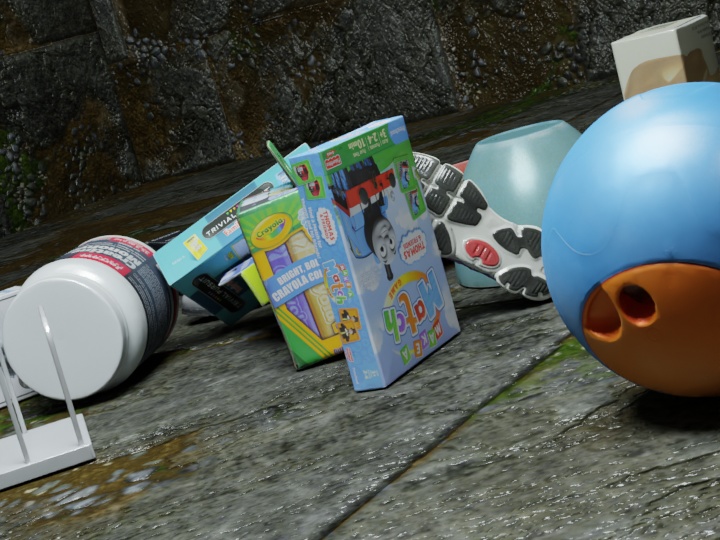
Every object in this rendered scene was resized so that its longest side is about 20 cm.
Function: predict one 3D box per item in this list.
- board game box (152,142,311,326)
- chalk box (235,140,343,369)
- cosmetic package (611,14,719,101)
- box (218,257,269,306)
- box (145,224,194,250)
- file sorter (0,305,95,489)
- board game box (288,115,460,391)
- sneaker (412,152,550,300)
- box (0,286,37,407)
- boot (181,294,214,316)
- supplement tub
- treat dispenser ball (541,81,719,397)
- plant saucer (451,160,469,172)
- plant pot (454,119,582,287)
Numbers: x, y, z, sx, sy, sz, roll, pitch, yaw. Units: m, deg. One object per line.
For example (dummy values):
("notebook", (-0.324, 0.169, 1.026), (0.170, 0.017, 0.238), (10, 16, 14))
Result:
("board game box", (-0.101, -0.035, 1.702), (0.200, 0.047, 0.151), (-35, -27, 6))
("chalk box", (-0.038, -0.030, 1.489), (0.124, 0.200, 0.125), (-20, 9, 1))
("cosmetic package", (0.321, -0.146, 1.594), (0.071, 0.200, 0.105), (-9, 13, 33))
("box", (-0.046, -0.029, 1.614), (0.200, 0.048, 0.122), (-34, 4, 2))
("box", (-0.166, -0.035, 2.142), (0.200, 0.079, 0.141), (-21, 14, -28))
("file sorter", (-0.346, 0.122, 1.367), (0.200, 0.125, 0.139), (-18, 9, -11))
("board game box", (0.016, -0.018, 1.347), (0.037, 0.200, 0.151), (-9, 12, 31))
("sneaker", (0.095, -0.032, 1.466), (0.081, 0.200, 0.083), (-56, 3, -7))
("box", (-0.430, 0.099, 1.672), (0.200, 0.117, 0.060), (-21, 11, -26))
("boot", (-0.126, -0.027, 1.855), (0.200, 0.132, 0.070), (-16, 10, -1))
("supplement tub", (-0.275, 0.047, 1.639), (0.140, 0.141, 0.200), (-14, 9, 11))
("treat dispenser ball", (0.216, -0.019, 1.015), (0.200, 0.201, 0.201), (-15, 9, 3))
("plant saucer", (0.092, -0.077, 1.807), (0.200, 0.037, 0.200), (-19, -12, -34))
("plant pot", (0.180, -0.077, 1.633), (0.200, 0.135, 0.200), (-15, 9, 2))
